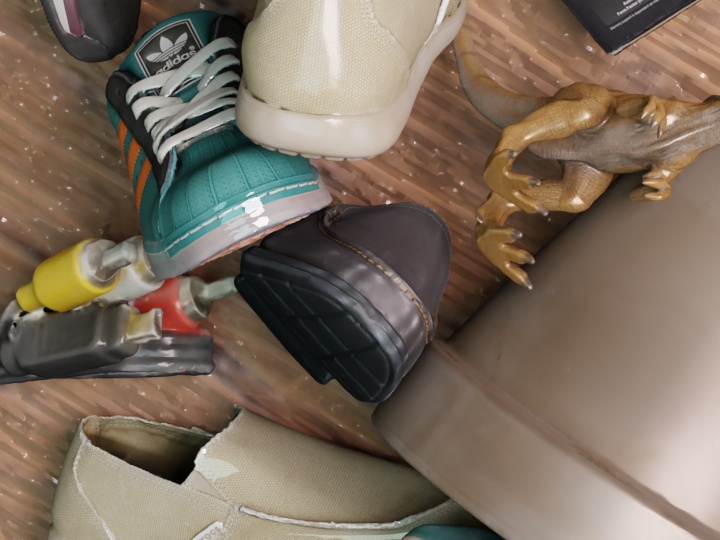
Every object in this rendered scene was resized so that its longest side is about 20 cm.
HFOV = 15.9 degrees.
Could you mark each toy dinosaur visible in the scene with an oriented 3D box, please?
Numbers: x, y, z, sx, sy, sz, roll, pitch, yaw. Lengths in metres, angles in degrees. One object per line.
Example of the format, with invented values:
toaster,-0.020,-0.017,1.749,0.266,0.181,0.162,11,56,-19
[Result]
toy dinosaur,0.076,-0.049,0.933,0.200,0.106,0.061,12,134,46

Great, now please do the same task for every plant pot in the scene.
plant pot,0.131,0.037,0.953,0.200,0.200,0.174,32,93,3

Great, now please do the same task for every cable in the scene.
cable,-0.139,0.024,1.075,0.200,0.097,0.050,-10,69,34

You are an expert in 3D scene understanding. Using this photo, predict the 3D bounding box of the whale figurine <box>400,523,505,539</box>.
whale figurine,0.097,0.159,1.003,0.159,0.104,0.200,4,137,52

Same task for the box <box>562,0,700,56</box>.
box,0.105,-0.204,0.909,0.200,0.050,0.199,-32,106,35

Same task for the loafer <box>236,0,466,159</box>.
loafer,0.003,-0.110,0.914,0.075,0.200,0.068,10,122,0

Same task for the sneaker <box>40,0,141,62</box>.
sneaker,-0.068,-0.178,0.988,0.115,0.076,0.201,2,104,10

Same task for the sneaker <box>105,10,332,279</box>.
sneaker,-0.062,-0.052,0.955,0.071,0.200,0.080,-25,102,-3

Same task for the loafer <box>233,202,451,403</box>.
loafer,0.000,0.000,0.956,0.072,0.200,0.073,-41,99,-5

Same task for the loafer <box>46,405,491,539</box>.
loafer,-0.039,0.092,1.051,0.199,0.076,0.068,-2,108,15
